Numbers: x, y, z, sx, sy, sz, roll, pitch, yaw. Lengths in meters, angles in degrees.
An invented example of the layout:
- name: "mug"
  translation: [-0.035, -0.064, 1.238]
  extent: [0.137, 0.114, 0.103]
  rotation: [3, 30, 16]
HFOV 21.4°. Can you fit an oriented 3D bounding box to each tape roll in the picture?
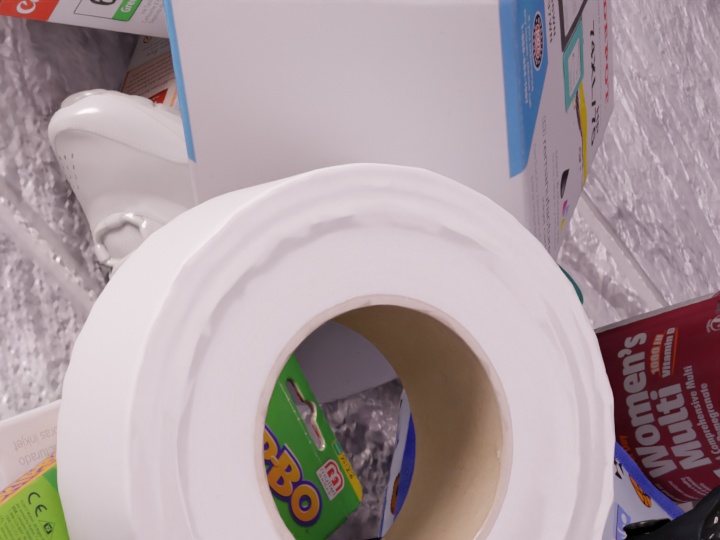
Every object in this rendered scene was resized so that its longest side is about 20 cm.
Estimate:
- name: "tape roll"
  translation: [-0.005, 0.064, 0.695]
  extent: [0.202, 0.071, 0.203]
  rotation: [3, 84, -29]

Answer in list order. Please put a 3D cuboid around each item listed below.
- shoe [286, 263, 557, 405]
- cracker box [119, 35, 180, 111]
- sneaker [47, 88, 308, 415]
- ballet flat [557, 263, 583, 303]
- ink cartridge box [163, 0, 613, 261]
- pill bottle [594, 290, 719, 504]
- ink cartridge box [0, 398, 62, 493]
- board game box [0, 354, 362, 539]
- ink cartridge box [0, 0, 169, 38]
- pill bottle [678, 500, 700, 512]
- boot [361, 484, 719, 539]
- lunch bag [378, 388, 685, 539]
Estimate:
- name: "shoe"
  translation: [0.000, 0.000, 0.896]
  extent: [0.200, 0.072, 0.091]
  rotation: [-11, 49, -41]
- name: "cracker box"
  translation: [-0.049, -0.101, 0.993]
  extent: [0.134, 0.058, 0.200]
  rotation: [44, 41, -31]
- name: "sneaker"
  translation: [-0.081, 0.005, 0.885]
  extent: [0.200, 0.074, 0.087]
  rotation: [55, 42, -20]
- name: "ballet flat"
  translation: [0.068, 0.037, 1.048]
  extent: [0.068, 0.068, 0.200]
  rotation: [54, 22, 14]
- name: "ink cartridge box"
  translation: [0.023, -0.094, 0.834]
  extent: [0.200, 0.146, 0.147]
  rotation: [-62, 150, -55]
- name: "pill bottle"
  translation: [0.170, 0.079, 1.079]
  extent: [0.109, 0.200, 0.110]
  rotation: [29, 51, -44]
- name: "ink cartridge box"
  translation: [-0.096, 0.150, 0.776]
  extent: [0.146, 0.084, 0.201]
  rotation: [-20, 89, -55]
- name: "board game box"
  translation: [-0.074, 0.096, 0.734]
  extent: [0.200, 0.030, 0.096]
  rotation: [-37, 104, -48]
- name: "ink cartridge box"
  translation: [-0.138, -0.171, 0.883]
  extent: [0.199, 0.050, 0.109]
  rotation: [4, 60, -29]
- name: "pill bottle"
  translation: [0.220, 0.167, 1.182]
  extent: [0.113, 0.113, 0.201]
  rotation: [7, 68, -53]
- name: "boot"
  translation: [0.089, 0.133, 0.798]
  extent: [0.200, 0.168, 0.077]
  rotation: [9, 64, -39]
- name: "lunch bag"
  translation: [0.072, 0.158, 0.976]
  extent: [0.200, 0.124, 0.170]
  rotation: [46, 42, -42]
